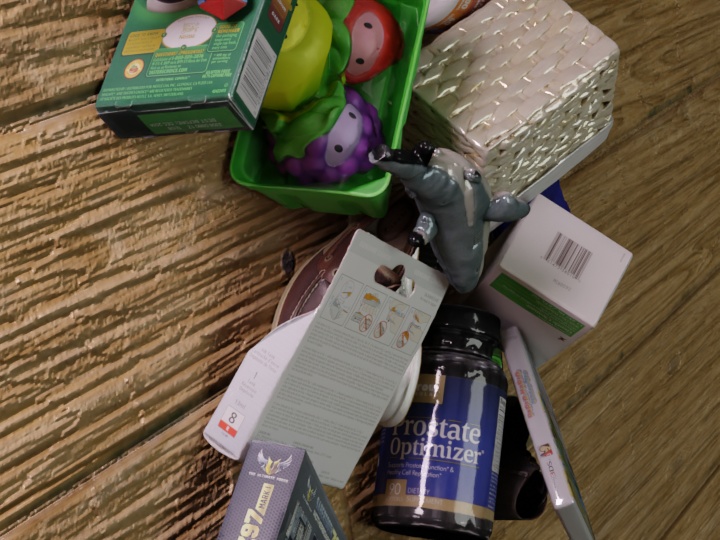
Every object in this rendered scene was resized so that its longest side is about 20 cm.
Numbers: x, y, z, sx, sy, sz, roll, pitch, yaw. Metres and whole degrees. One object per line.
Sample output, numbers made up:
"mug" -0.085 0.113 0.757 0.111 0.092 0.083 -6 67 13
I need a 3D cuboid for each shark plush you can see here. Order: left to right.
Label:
"shark plush" 0.066 -0.048 1.313 0.084 0.090 0.200 -63 160 -7

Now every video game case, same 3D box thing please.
"video game case" 0.182 0.173 1.594 0.200 0.023 0.184 61 12 -59

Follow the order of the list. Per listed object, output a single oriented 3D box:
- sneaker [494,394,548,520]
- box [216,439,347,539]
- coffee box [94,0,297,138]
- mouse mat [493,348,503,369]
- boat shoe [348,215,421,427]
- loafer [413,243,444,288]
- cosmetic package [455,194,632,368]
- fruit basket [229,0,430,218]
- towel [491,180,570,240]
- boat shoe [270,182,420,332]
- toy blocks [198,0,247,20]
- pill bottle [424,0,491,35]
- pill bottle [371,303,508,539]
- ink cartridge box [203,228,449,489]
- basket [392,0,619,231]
"sneaker" 0.149 0.189 1.637 0.200 0.105 0.076 -45 127 -50
"box" -0.064 0.248 1.302 0.201 0.050 0.159 71 33 -55
"coffee box" -0.106 -0.191 1.221 0.044 0.122 0.202 50 46 -48
"mouse mat" 0.099 0.131 1.663 0.199 0.007 0.163 -14 101 -59
"boat shoe" 0.008 0.034 1.464 0.069 0.070 0.203 9 75 -38
"loafer" 0.064 -0.055 1.566 0.072 0.072 0.202 84 20 -61
"cosmetic package" 0.165 0.015 1.572 0.085 0.107 0.200 -59 180 -19
"fruit basket" -0.035 -0.160 1.334 0.215 0.153 0.219 7 90 -75
"towel" 0.175 -0.054 1.764 0.201 0.049 0.148 67 30 -31
"boat shoe" 0.000 0.000 1.391 0.072 0.072 0.200 44 68 -7
"toy blocks" -0.149 -0.248 1.146 0.199 0.099 0.138 21 56 -43
"pill bottle" 0.093 -0.272 1.565 0.199 0.111 0.114 -4 92 -58
"pill bottle" 0.075 0.138 1.522 0.112 0.111 0.203 28 65 -55
"ink cartridge box" -0.024 0.068 1.348 0.162 0.050 0.202 26 91 -56
"basket" 0.124 -0.147 1.505 0.199 0.135 0.124 -38 156 -25
